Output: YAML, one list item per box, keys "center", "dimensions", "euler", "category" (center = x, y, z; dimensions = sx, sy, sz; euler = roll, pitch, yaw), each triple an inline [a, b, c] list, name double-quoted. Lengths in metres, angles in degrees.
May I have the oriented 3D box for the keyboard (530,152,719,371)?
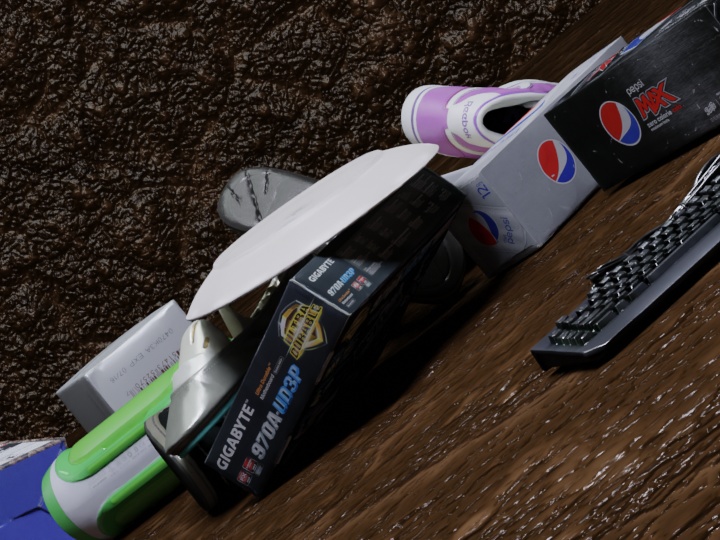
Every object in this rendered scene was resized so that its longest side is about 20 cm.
- center: [0.157, -0.022, 0.982]
  dimensions: [0.200, 0.021, 0.127]
  euler: [-40, 4, -14]
  category: "keyboard"

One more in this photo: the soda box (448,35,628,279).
- center: [0.137, -0.082, 1.447]
  dimensions: [0.200, 0.068, 0.063]
  euler: [-44, 6, -39]
  category: "soda box"

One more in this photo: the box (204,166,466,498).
- center: [-0.014, 0.036, 1.340]
  dimensions: [0.200, 0.046, 0.159]
  euler: [-46, -14, -55]
  category: "box"

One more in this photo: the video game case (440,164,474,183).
- center: [0.079, -0.059, 1.622]
  dimensions: [0.181, 0.023, 0.200]
  euler: [-19, -5, -24]
  category: "video game case"

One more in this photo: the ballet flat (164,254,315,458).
- center: [-0.087, 0.049, 1.401]
  dimensions: [0.200, 0.064, 0.067]
  euler: [-45, 2, -41]
  category: "ballet flat"

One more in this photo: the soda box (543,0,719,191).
- center: [0.198, -0.119, 1.282]
  dimensions: [0.063, 0.071, 0.200]
  euler: [-41, 4, -28]
  category: "soda box"

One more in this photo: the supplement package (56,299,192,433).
- center: [-0.207, 0.119, 2.012]
  dimensions: [0.117, 0.117, 0.200]
  euler: [-41, 4, -18]
  category: "supplement package"

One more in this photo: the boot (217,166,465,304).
- center: [0.000, 0.000, 1.542]
  dimensions: [0.074, 0.199, 0.151]
  euler: [-65, -24, -20]
  category: "boot"

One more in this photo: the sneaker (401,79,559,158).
- center: [0.141, -0.117, 1.671]
  dimensions: [0.200, 0.073, 0.114]
  euler: [-8, 8, -43]
  category: "sneaker"

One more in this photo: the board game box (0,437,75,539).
- center: [-0.366, 0.223, 1.830]
  dimensions: [0.199, 0.098, 0.159]
  euler: [-8, 11, 45]
  category: "board game box"

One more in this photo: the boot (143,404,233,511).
- center: [-0.073, 0.090, 1.471]
  dimensions: [0.153, 0.074, 0.204]
  euler: [-36, 7, -1]
  category: "boot"

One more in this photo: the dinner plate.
- center: [-0.036, -0.032, 1.345]
  dimensions: [0.200, 0.024, 0.200]
  euler: [-35, 8, 6]
  category: "dinner plate"

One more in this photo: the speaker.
- center: [-0.165, 0.139, 1.673]
  dimensions: [0.200, 0.089, 0.088]
  euler: [-38, 4, 22]
  category: "speaker"
